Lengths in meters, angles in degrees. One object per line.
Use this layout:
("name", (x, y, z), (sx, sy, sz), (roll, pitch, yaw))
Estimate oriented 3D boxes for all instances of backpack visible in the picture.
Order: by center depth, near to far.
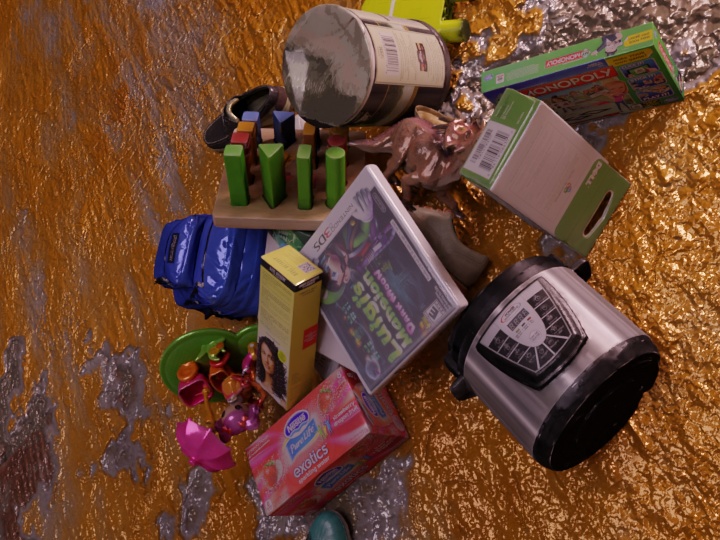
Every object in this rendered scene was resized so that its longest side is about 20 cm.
("backpack", (-0.208, -0.008, 1.146), (0.198, 0.165, 0.167), (0, 82, 55))

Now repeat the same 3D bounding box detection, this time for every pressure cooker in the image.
("pressure cooker", (0.193, 0.088, 0.826), (0.200, 0.173, 0.182), (48, 136, 36))

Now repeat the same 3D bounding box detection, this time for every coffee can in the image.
("coffee can", (0.012, -0.266, 1.021), (0.144, 0.198, 0.151), (8, 103, 35))

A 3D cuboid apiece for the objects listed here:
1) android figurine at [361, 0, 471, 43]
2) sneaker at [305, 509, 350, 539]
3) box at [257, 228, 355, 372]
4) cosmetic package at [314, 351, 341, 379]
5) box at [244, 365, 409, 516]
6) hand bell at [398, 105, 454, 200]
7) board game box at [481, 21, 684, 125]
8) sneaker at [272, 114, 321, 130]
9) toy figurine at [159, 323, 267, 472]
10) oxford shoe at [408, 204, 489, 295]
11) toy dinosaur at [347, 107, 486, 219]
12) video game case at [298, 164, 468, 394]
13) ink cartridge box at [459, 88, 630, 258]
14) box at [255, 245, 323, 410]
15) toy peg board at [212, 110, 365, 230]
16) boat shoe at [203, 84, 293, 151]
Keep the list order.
("android figurine", (0.076, -0.374, 1.127), (0.196, 0.041, 0.187), (5, 81, 36))
("sneaker", (-0.067, 0.415, 0.991), (0.070, 0.079, 0.205), (7, 82, 38))
("box", (-0.053, 0.028, 1.005), (0.197, 0.036, 0.148), (22, 111, 36))
("cosmetic package", (-0.043, 0.029, 1.056), (0.150, 0.051, 0.204), (38, 121, 36))
("box", (-0.048, 0.229, 1.019), (0.199, 0.094, 0.104), (-42, 56, 21))
("hand bell", (0.069, -0.108, 1.048), (0.105, 0.103, 0.202), (50, 121, 35))
("board game box", (0.256, -0.214, 0.886), (0.196, 0.133, 0.030), (-8, 72, 36))
("sneaker", (-0.114, -0.128, 1.186), (0.145, 0.080, 0.205), (-27, 64, 35))
("toy figurine", (-0.189, 0.191, 1.082), (0.196, 0.152, 0.186), (-22, 40, 4))
("oxford shoe", (0.083, -0.058, 0.998), (0.075, 0.070, 0.200), (-45, 83, 8))
("toy dinosaur", (0.081, -0.148, 0.934), (0.198, 0.085, 0.138), (32, 118, 31))
("video game case", (0.014, 0.013, 0.905), (0.182, 0.023, 0.202), (-48, 66, 36))
("ink cartridge box", (0.210, -0.104, 0.859), (0.105, 0.198, 0.059), (-59, 39, 6))
("box", (-0.093, 0.076, 0.982), (0.075, 0.049, 0.204), (34, 131, 36))
("toy peg board", (-0.091, -0.159, 1.031), (0.194, 0.099, 0.202), (2, 45, 1))
("boat shoe", (-0.201, -0.264, 1.292), (0.197, 0.065, 0.074), (-18, 67, 32))
